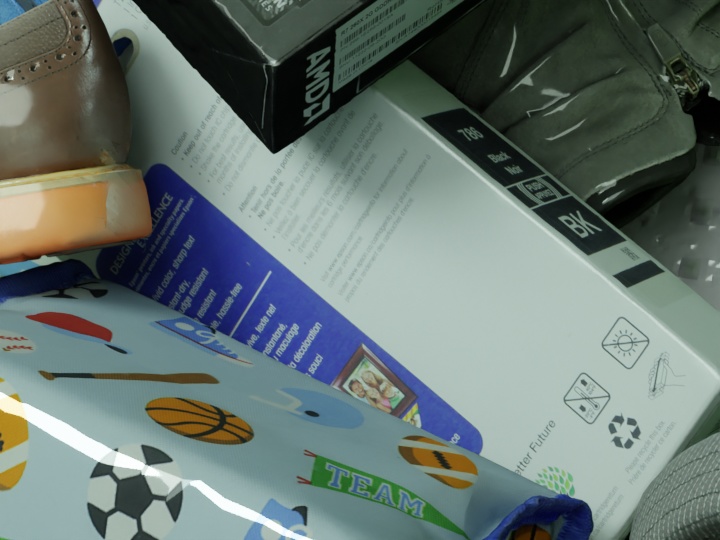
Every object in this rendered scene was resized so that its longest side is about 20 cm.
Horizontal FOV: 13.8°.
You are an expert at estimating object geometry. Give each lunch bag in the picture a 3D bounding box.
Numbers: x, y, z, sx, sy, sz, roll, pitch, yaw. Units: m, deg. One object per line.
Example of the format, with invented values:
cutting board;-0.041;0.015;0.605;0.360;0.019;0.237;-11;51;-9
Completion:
lunch bag;-0.054;0.121;0.741;0.169;0.124;0.201;23;107;27

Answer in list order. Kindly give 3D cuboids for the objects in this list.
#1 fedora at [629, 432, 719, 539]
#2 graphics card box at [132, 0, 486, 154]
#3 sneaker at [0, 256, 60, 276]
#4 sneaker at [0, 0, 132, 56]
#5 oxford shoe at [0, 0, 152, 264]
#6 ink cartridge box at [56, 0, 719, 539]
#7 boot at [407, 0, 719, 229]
fedora;0.157;0.095;0.664;0.199;0.178;0.090;28;52;32
graphics card box;0.015;-0.136;0.759;0.200;0.051;0.126;-36;72;-16
sneaker;-0.107;-0.044;0.864;0.200;0.072;0.072;33;82;29
sneaker;-0.128;-0.125;0.837;0.200;0.066;0.079;44;105;29
oxford shoe;-0.154;-0.031;0.776;0.199;0.071;0.073;-7;92;9
ink cartridge box;0.000;0.000;0.771;0.200;0.039;0.100;40;115;14
boot;0.084;-0.104;0.818;0.130;0.068;0.200;39;71;10
